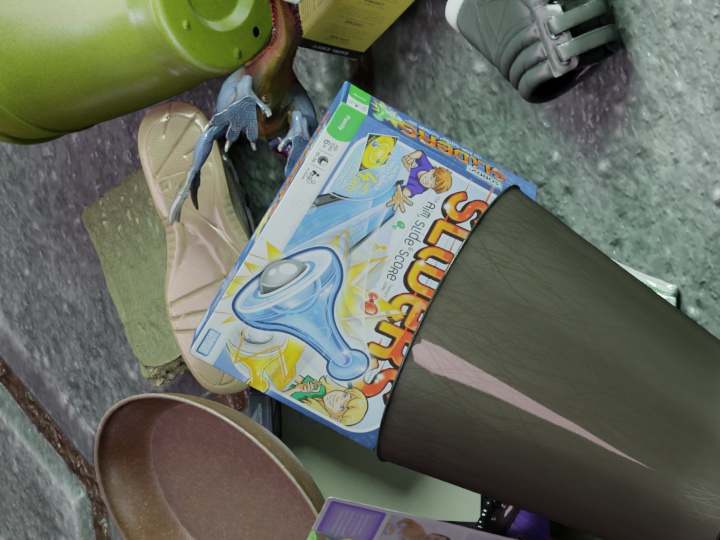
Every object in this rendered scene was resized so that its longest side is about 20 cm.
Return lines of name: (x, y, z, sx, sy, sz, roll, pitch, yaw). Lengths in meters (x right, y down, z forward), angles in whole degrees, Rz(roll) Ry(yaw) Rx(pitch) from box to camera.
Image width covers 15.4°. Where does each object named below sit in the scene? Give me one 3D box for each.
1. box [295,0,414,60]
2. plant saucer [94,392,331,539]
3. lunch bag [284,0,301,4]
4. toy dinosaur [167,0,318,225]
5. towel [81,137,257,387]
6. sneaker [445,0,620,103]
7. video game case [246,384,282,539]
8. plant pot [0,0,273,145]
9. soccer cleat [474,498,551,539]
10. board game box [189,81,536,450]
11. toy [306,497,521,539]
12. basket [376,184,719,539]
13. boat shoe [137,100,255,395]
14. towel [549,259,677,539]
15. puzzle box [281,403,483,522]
box: (0.022, -0.210, 1.612, 0.200, 0.050, 0.076, -43, 43, 51)
plant saucer: (-0.084, 0.155, 1.712, 0.200, 0.037, 0.201, 23, 134, 26)
lunch bag: (-0.025, -0.287, 1.552, 0.200, 0.117, 0.164, -49, 24, 36)
toy dinosaur: (-0.046, -0.103, 1.698, 0.182, 0.105, 0.201, -91, 19, -71)
towel: (-0.129, -0.010, 1.916, 0.200, 0.036, 0.149, -35, 76, 52)
sneaker: (0.119, -0.176, 1.511, 0.099, 0.071, 0.200, 52, 145, 21)
video game case: (-0.055, 0.111, 1.781, 0.143, 0.019, 0.201, -82, -7, -52)
plant pot: (-0.163, -0.188, 1.777, 0.192, 0.200, 0.201, -1, 104, 40)
soccer cleat: (0.100, 0.192, 1.679, 0.073, 0.068, 0.200, 22, 137, 5)
board game box: (0.000, 0.000, 1.623, 0.135, 0.034, 0.200, 27, 117, -9)
toy: (0.057, 0.206, 1.623, 0.115, 0.199, 0.047, 115, 169, -47)
basket: (0.134, 0.077, 1.501, 0.200, 0.136, 0.181, 29, 109, 15)
boat shoe: (-0.100, -0.017, 1.804, 0.072, 0.065, 0.201, -15, 90, 15)
towel: (0.133, 0.076, 1.633, 0.149, 0.031, 0.201, 31, 129, 44)
puzzle box: (0.015, 0.064, 1.705, 0.132, 0.025, 0.201, 3, 110, 7)
